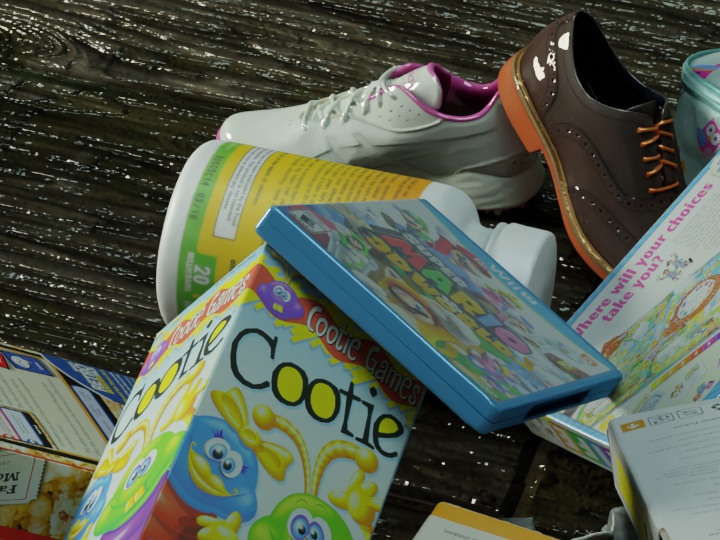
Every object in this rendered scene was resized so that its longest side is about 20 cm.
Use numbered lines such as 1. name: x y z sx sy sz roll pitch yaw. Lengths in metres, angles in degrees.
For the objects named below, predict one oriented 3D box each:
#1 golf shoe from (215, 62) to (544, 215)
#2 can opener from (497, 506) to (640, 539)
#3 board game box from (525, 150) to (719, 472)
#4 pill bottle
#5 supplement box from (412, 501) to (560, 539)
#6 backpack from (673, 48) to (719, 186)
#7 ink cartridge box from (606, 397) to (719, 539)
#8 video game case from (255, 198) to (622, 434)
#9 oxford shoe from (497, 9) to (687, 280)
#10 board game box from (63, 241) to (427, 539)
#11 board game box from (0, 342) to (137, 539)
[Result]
1. golf shoe: 0.012 -0.090 1.586 0.200 0.092 0.075 3 36 4
2. can opener: 0.136 0.147 1.299 0.200 0.053 0.067 -4 70 -6
3. board game box: 0.183 0.020 1.373 0.200 0.034 0.134 -47 33 -12
4. pill bottle: 0.000 0.000 1.438 0.200 0.111 0.111 12 36 14
5. supplement box: 0.021 0.210 1.126 0.073 0.126 0.200 17 37 19
6. backpack: 0.278 -0.078 1.526 0.176 0.153 0.200 -12 21 -34
7. ink cartridge box: 0.222 0.096 1.190 0.197 0.047 0.200 -9 17 0
8. video game case: 0.043 0.017 1.270 0.143 0.018 0.200 41 16 15
9. oxford shoe: 0.152 -0.056 1.500 0.071 0.073 0.200 -21 73 -43
10. board game box: -0.059 0.105 1.185 0.103 0.105 0.200 36 46 -15
11. board game box: -0.172 0.079 1.276 0.200 0.046 0.152 18 14 -29
